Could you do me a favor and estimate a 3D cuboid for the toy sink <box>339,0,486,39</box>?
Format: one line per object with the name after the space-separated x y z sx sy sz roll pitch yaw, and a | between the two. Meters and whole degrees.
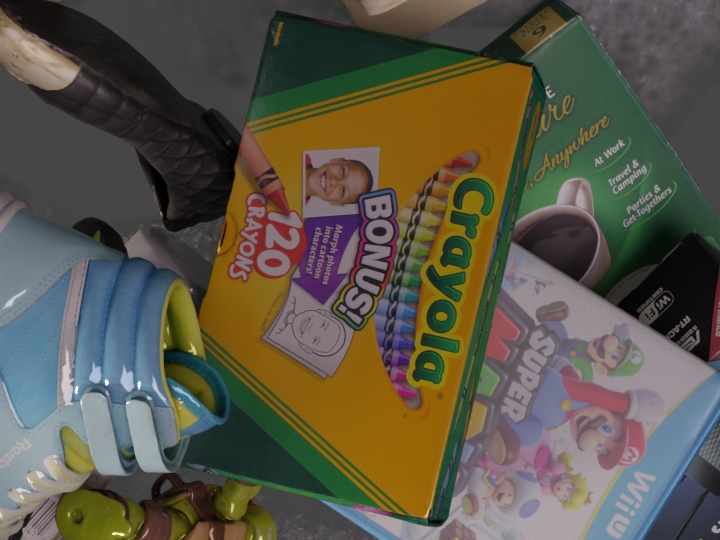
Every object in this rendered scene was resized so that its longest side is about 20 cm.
0.028 -0.189 1.039 0.130 0.112 0.200 -28 116 -2 | toy sink

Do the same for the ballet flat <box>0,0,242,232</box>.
-0.102 -0.061 1.041 0.057 0.067 0.200 -42 149 7 | ballet flat

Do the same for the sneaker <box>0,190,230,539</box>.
-0.125 0.078 0.981 0.130 0.080 0.201 17 105 6 | sneaker

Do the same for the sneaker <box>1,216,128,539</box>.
-0.168 0.061 1.062 0.081 0.074 0.200 32 95 10 | sneaker

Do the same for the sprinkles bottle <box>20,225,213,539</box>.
-0.138 0.073 1.127 0.068 0.068 0.200 38 98 -24 | sprinkles bottle

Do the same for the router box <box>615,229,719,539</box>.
0.165 0.087 1.170 0.150 0.062 0.200 -44 138 11 | router box

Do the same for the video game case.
0.045 0.057 1.080 0.200 0.018 0.143 32 89 10 | video game case

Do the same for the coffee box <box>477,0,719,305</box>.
0.102 -0.019 1.165 0.123 0.044 0.200 -38 116 3 | coffee box

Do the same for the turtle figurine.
-0.081 0.122 1.143 0.200 0.064 0.161 -53 155 22 | turtle figurine

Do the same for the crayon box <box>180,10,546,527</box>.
0.000 0.000 1.054 0.118 0.058 0.201 12 85 11 | crayon box

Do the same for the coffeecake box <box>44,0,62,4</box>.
-0.163 -0.211 1.002 0.153 0.073 0.200 -33 115 2 | coffeecake box
